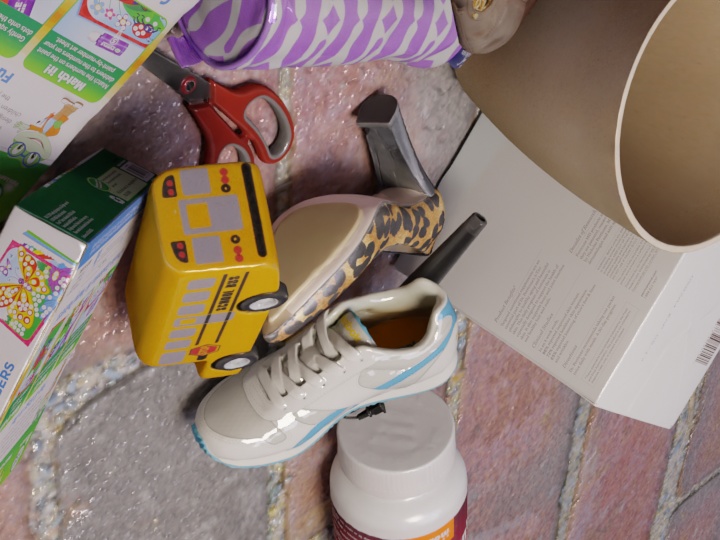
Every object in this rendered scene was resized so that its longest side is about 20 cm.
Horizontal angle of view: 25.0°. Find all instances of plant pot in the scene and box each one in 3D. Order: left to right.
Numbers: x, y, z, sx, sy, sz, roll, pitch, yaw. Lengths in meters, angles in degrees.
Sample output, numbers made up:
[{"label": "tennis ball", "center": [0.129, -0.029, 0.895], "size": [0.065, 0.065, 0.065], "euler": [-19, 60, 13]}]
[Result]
[{"label": "plant pot", "center": [0.162, -0.133, 1.081], "size": [0.186, 0.200, 0.189], "euler": [-18, 120, -34]}]

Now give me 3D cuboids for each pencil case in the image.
[{"label": "pencil case", "center": [-0.018, -0.158, 0.961], "size": [0.199, 0.084, 0.085], "euler": [-6, 156, -48]}]

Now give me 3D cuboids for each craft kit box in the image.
[{"label": "craft kit box", "center": [-0.181, -0.130, 0.757], "size": [0.198, 0.049, 0.200], "euler": [-48, 147, 10]}, {"label": "craft kit box", "center": [-0.181, 0.043, 0.854], "size": [0.200, 0.048, 0.199], "euler": [-76, -168, -78]}]

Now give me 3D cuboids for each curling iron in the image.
[{"label": "curling iron", "center": [0.034, 0.034, 1.186], "size": [0.049, 0.026, 0.201], "euler": [25, 118, -14]}]

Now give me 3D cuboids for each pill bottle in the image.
[{"label": "pill bottle", "center": [0.031, 0.190, 1.290], "size": [0.109, 0.109, 0.201], "euler": [-35, 142, -28]}]

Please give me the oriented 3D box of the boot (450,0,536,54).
[{"label": "boot", "center": [0.121, -0.230, 0.900], "size": [0.200, 0.064, 0.187], "euler": [-47, 162, -41]}]

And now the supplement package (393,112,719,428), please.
[{"label": "supplement package", "center": [0.165, -0.005, 1.208], "size": [0.150, 0.200, 0.152], "euler": [20, 102, -56]}]

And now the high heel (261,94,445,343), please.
[{"label": "high heel", "center": [0.000, 0.000, 1.090], "size": [0.201, 0.071, 0.143], "euler": [-61, 147, -30]}]

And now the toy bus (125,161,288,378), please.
[{"label": "toy bus", "center": [-0.093, 0.007, 0.955], "size": [0.078, 0.066, 0.200], "euler": [-8, 161, -16]}]

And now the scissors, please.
[{"label": "scissors", "center": [-0.094, -0.112, 0.962], "size": [0.073, 0.014, 0.200], "euler": [-46, 145, -10]}]

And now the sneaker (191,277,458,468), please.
[{"label": "sneaker", "center": [-0.026, 0.065, 1.112], "size": [0.199, 0.077, 0.081], "euler": [-25, 147, -15]}]
